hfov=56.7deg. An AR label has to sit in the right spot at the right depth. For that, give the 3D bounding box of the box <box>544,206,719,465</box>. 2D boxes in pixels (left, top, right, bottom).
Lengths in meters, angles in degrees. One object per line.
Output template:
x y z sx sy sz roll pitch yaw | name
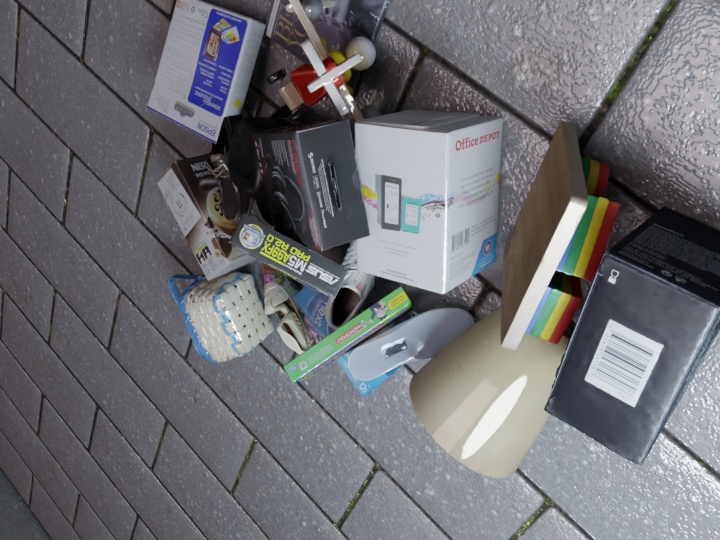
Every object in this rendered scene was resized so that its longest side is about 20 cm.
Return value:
0.315 0.062 0.724 0.117 0.199 0.199 29 124 28 | box

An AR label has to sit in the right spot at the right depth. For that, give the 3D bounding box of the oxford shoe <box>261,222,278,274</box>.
-0.128 -0.083 1.135 0.075 0.070 0.201 52 128 35 | oxford shoe

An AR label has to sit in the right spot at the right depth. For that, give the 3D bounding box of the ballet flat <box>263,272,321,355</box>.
-0.127 0.080 1.186 0.069 0.071 0.201 -39 81 42 | ballet flat

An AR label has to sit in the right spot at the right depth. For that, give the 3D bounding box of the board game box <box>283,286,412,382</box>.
-0.013 0.096 0.988 0.199 0.135 0.029 -34 82 1 | board game box

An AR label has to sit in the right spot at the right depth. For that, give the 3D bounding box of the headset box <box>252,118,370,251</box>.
-0.065 -0.116 0.883 0.199 0.076 0.151 23 127 63 | headset box

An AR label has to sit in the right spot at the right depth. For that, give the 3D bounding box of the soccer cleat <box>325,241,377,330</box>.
0.000 0.000 1.006 0.068 0.085 0.202 25 100 -2 | soccer cleat

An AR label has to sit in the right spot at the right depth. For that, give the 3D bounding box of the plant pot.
0.195 0.133 0.887 0.187 0.187 0.201 43 114 18 | plant pot

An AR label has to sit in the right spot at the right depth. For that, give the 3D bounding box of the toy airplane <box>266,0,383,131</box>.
-0.035 -0.274 0.904 0.199 0.140 0.201 48 165 27 | toy airplane

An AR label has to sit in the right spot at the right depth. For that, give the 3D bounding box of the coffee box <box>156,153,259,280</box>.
-0.261 -0.100 1.198 0.079 0.113 0.202 -31 87 42 | coffee box

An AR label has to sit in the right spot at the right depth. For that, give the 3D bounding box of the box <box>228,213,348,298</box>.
-0.107 -0.018 0.962 0.159 0.200 0.045 29 86 -8 | box

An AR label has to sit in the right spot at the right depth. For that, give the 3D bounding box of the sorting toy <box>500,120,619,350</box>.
0.230 -0.037 0.774 0.069 0.201 0.201 17 126 2 | sorting toy

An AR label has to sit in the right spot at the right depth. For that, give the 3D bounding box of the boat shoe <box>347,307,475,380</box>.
0.078 0.108 1.016 0.200 0.086 0.075 -25 94 8 | boat shoe

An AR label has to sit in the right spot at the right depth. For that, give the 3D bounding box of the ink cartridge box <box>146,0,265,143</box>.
-0.259 -0.335 1.107 0.196 0.047 0.203 30 109 31 | ink cartridge box

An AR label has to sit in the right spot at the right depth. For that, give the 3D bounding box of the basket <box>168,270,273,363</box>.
-0.269 0.087 1.258 0.198 0.139 0.179 -6 114 35 | basket

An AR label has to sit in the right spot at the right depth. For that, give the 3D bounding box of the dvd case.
-0.057 -0.374 0.986 0.200 0.016 0.150 41 129 21 | dvd case

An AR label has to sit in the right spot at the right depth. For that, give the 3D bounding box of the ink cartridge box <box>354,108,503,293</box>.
0.090 -0.100 0.884 0.145 0.146 0.203 15 115 35 | ink cartridge box

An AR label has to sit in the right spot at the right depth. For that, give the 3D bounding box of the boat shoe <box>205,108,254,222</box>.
-0.229 -0.182 1.137 0.074 0.073 0.204 -8 86 39 | boat shoe

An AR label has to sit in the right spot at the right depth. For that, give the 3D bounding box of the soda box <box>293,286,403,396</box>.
-0.020 0.101 1.100 0.064 0.068 0.201 -42 79 27 | soda box

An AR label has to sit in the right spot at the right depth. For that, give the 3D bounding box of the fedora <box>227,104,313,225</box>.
-0.148 -0.174 1.040 0.199 0.091 0.204 -13 73 47 | fedora
